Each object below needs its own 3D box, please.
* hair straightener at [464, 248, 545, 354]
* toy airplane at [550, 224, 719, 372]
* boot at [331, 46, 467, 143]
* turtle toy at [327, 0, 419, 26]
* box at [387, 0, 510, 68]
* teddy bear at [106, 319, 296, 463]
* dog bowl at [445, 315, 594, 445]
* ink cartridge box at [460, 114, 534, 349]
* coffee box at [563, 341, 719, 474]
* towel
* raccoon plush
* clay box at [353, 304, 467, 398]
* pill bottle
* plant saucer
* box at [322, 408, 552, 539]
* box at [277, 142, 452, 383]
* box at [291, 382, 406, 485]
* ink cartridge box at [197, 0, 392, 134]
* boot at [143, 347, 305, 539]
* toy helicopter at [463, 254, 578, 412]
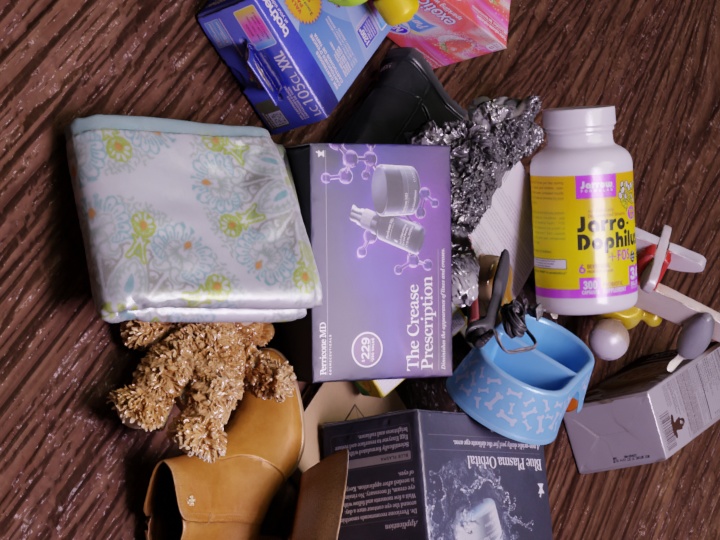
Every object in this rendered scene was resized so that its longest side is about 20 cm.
[{"bbox_3d":[0.133,0.028,1.640,0.200,0.076,0.041,-83,177,-71],"label":"hair straightener"},{"bbox_3d":[0.288,0.028,1.911,0.199,0.199,0.142,33,76,-46],"label":"toy airplane"},{"bbox_3d":[0.042,-0.095,1.738,0.165,0.065,0.201,48,43,-23],"label":"boot"},{"bbox_3d":[0.029,-0.302,1.617,0.200,0.101,0.146,-38,100,-24],"label":"turtle toy"},{"bbox_3d":[0.055,-0.294,1.786,0.199,0.102,0.096,31,58,-44],"label":"box"},{"bbox_3d":[-0.126,0.069,1.447,0.200,0.144,0.067,-40,155,-44],"label":"teddy bear"},{"bbox_3d":[0.153,0.093,1.644,0.050,0.111,0.200,-64,166,21],"label":"dog bowl"},{"bbox_3d":[0.115,-0.027,1.784,0.177,0.044,0.200,-62,146,-17],"label":"ink cartridge box"},{"bbox_3d":[0.324,0.150,1.983,0.199,0.114,0.081,-23,97,-53],"label":"coffee box"},{"bbox_3d":[-0.134,-0.041,1.448,0.198,0.048,0.173,1,60,-32],"label":"towel"},{"bbox_3d":[0.122,-0.070,1.651,0.097,0.132,0.202,92,-16,-77],"label":"raccoon plush"},{"bbox_3d":[0.000,0.000,1.616,0.115,0.047,0.201,-38,106,-23],"label":"clay box"},{"bbox_3d":[0.222,-0.061,1.789,0.104,0.103,0.203,-12,101,-52],"label":"pill bottle"},{"bbox_3d":[-0.047,0.243,1.472,0.035,0.201,0.202,12,63,-3],"label":"plant saucer"},{"bbox_3d":[0.075,0.233,1.605,0.196,0.117,0.202,9,73,-50],"label":"box"},{"bbox_3d":[0.003,-0.007,1.549,0.140,0.079,0.203,-1,91,-25],"label":"box"},{"bbox_3d":[0.008,0.181,1.650,0.201,0.021,0.164,58,41,-22],"label":"box"},{"bbox_3d":[-0.062,-0.222,1.641,0.137,0.076,0.201,56,44,-24],"label":"ink cartridge box"},{"bbox_3d":[-0.114,0.156,1.460,0.144,0.070,0.204,17,72,-55],"label":"boot"},{"bbox_3d":[0.143,0.080,1.786,0.132,0.078,0.202,-38,123,-36],"label":"toy helicopter"}]
